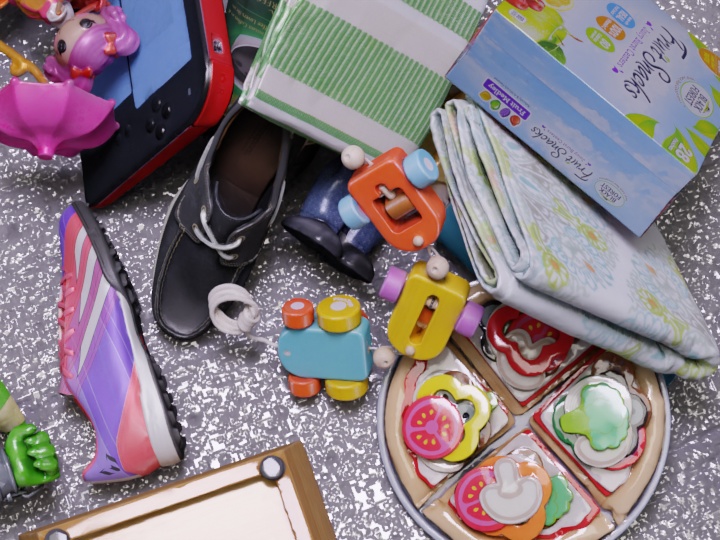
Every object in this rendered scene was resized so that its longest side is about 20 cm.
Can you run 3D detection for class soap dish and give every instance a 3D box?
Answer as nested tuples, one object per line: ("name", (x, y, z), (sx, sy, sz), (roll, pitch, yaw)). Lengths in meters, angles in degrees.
("soap dish", (-0.106, 0.208, 0.994), (0.198, 0.081, 0.158), (-17, 71, -9))

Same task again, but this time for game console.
("game console", (-0.158, -0.166, 1.098), (0.031, 0.176, 0.202), (10, 62, -42))

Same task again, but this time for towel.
("towel", (0.014, -0.173, 1.008), (0.152, 0.023, 0.201), (23, 89, -38))
("towel", (0.139, -0.020, 1.025), (0.199, 0.048, 0.172), (22, 37, -35))

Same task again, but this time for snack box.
("snack box", (0.167, -0.133, 1.068), (0.168, 0.068, 0.200), (40, 34, 2))

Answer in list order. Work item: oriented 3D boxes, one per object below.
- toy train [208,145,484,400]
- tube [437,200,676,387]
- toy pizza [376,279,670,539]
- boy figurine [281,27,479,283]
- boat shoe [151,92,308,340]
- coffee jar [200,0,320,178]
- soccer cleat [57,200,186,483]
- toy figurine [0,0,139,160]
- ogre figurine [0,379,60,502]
("toy train", (0.000, 0.000, 1.034), (0.150, 0.200, 0.056), (47, 32, -13))
("tube", (0.139, 0.018, 1.095), (0.200, 0.050, 0.078), (41, 86, 8))
("toy pizza", (0.108, 0.099, 1.044), (0.198, 0.032, 0.202), (-1, 79, 7))
("boy figurine", (0.031, -0.089, 1.101), (0.124, 0.064, 0.201), (41, 80, -32))
("boat shoe", (-0.094, -0.039, 1.052), (0.071, 0.068, 0.201), (27, 108, -3))
("coffee jar", (-0.050, -0.168, 1.083), (0.104, 0.201, 0.085), (26, 31, 7))
("soccer cleat", (-0.182, 0.047, 1.063), (0.073, 0.068, 0.201), (-20, 73, -5))
("toy figurine", (-0.224, -0.169, 1.086), (0.200, 0.150, 0.184), (-41, 73, -2))
("ogre figurine", (-0.302, 0.091, 1.026), (0.120, 0.098, 0.201), (-35, 85, -26))
